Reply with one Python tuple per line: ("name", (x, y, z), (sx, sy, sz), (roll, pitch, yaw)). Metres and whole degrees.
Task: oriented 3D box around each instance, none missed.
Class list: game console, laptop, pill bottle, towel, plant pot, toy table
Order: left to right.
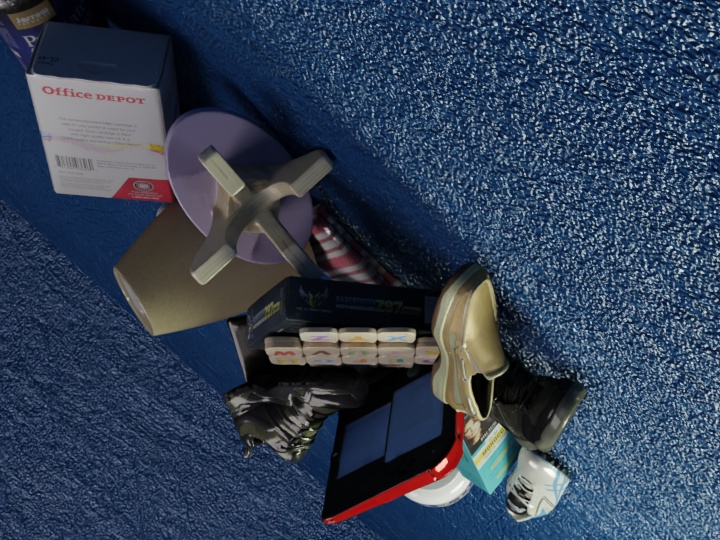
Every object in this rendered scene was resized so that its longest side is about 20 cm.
("pill bottle", (-0.360, -0.304, 1.501), (0.112, 0.112, 0.200), (34, 164, 29))
("plant pot", (-0.183, -0.015, 1.606), (0.188, 0.199, 0.188), (52, 164, 22))
("toy table", (-0.117, -0.072, 1.432), (0.199, 0.184, 0.117), (36, -174, -26))
("laptop", (-0.038, 0.110, 1.674), (0.116, 0.186, 0.202), (-70, -34, -65))
("towel", (0.000, 0.000, 1.601), (0.200, 0.030, 0.146), (43, 166, -11))
("game console", (0.038, 0.175, 1.491), (0.031, 0.176, 0.201), (53, -155, -25))
("pill bottle", (0.097, 0.255, 1.827), (0.119, 0.120, 0.200), (39, 176, 12))

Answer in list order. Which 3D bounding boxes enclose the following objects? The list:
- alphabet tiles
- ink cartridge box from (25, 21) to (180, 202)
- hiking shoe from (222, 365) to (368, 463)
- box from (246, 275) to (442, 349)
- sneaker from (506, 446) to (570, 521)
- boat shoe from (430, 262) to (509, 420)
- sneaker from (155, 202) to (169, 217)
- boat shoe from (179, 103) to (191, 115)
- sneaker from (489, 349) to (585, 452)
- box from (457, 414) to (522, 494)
("alphabet tiles", (-0.001, 0.086, 1.454), (0.198, 0.015, 0.196), (0, 166, 0))
("ink cartridge box", (-0.278, -0.172, 1.518), (0.146, 0.086, 0.201), (6, 143, 1))
("hiking shoe", (-0.065, 0.168, 1.579), (0.199, 0.076, 0.102), (-10, 100, 37))
("box", (-0.009, 0.055, 1.465), (0.198, 0.051, 0.158), (6, 163, -18))
("sneaker", (0.217, 0.271, 1.711), (0.072, 0.073, 0.200), (39, 164, 20))
("boat shoe", (0.118, 0.076, 1.360), (0.076, 0.071, 0.201), (39, 152, 29))
("sneaker", (-0.202, -0.032, 1.945), (0.199, 0.079, 0.129), (49, 159, -7))
("boat shoe", (-0.270, -0.190, 1.681), (0.199, 0.072, 0.065), (28, 160, 29))
("sneaker", (0.167, 0.132, 1.428), (0.114, 0.076, 0.199), (36, 171, 1))
("box", (0.144, 0.189, 1.647), (0.049, 0.082, 0.200), (31, 162, 32))
